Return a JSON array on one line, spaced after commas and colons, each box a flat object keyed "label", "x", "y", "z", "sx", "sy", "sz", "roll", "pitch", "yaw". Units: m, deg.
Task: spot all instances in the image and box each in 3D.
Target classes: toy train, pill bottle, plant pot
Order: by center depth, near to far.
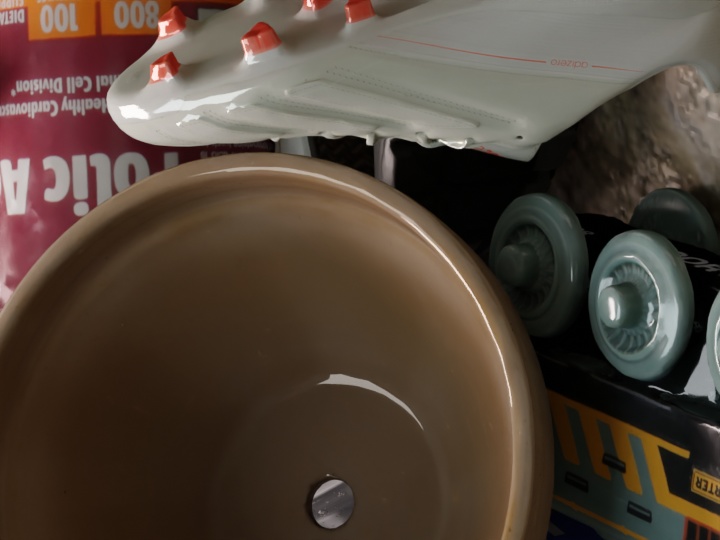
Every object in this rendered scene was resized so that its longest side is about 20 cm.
[{"label": "toy train", "x": 0.106, "y": 0.042, "z": 0.920, "sx": 0.200, "sy": 0.085, "sz": 0.115, "roll": 22, "pitch": 110, "yaw": 52}, {"label": "plant pot", "x": -0.025, "y": 0.071, "z": 0.956, "sx": 0.201, "sy": 0.201, "sz": 0.093, "roll": 53, "pitch": -172, "yaw": 23}, {"label": "pill bottle", "x": -0.086, "y": -0.015, "z": 1.060, "sx": 0.114, "sy": 0.114, "sz": 0.201, "roll": -5, "pitch": 86, "yaw": 59}]

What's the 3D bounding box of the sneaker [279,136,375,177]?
[{"label": "sneaker", "x": 0.000, "y": 0.000, "z": 1.091, "sx": 0.084, "sy": 0.073, "sz": 0.201, "roll": -3, "pitch": 107, "yaw": 54}]

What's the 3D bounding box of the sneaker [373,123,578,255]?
[{"label": "sneaker", "x": 0.032, "y": -0.098, "z": 0.996, "sx": 0.079, "sy": 0.075, "sz": 0.201, "roll": 45, "pitch": 136, "yaw": 51}]

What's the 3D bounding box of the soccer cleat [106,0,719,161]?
[{"label": "soccer cleat", "x": 0.020, "y": -0.062, "z": 0.924, "sx": 0.069, "sy": 0.199, "sz": 0.078, "roll": -90, "pitch": -17, "yaw": -62}]

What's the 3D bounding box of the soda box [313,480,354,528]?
[{"label": "soda box", "x": -0.008, "y": 0.132, "z": 1.077, "sx": 0.200, "sy": 0.070, "sz": 0.064, "roll": -111, "pitch": -5, "yaw": -71}]

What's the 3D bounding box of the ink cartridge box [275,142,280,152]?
[{"label": "ink cartridge box", "x": -0.101, "y": -0.027, "z": 1.225, "sx": 0.200, "sy": 0.085, "sz": 0.148, "roll": 53, "pitch": 146, "yaw": 23}]

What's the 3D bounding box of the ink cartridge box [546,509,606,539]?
[{"label": "ink cartridge box", "x": 0.109, "y": 0.119, "z": 0.976, "sx": 0.200, "sy": 0.094, "sz": 0.044, "roll": 37, "pitch": 138, "yaw": 41}]
